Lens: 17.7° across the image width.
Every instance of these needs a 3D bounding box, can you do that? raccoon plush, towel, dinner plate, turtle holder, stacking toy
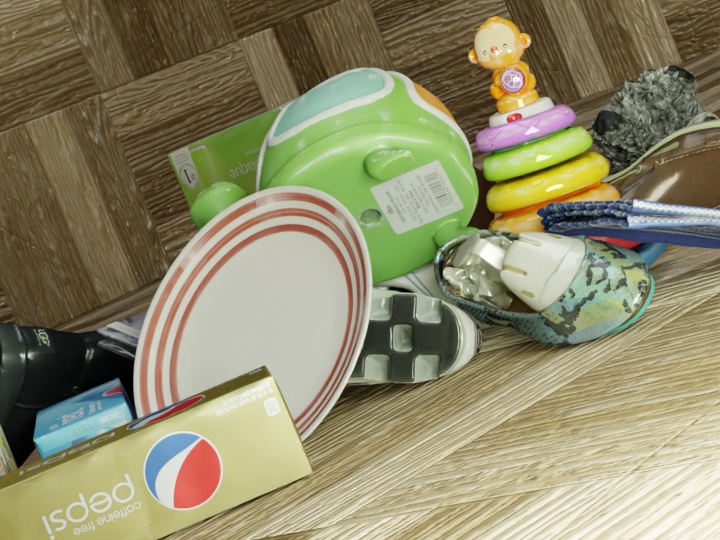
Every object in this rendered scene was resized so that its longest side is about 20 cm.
[{"bbox_3d":[0.262,-0.073,1.819,0.097,0.134,0.200,-38,-27,-3],"label":"raccoon plush"},{"bbox_3d":[0.200,-0.024,1.409,0.145,0.024,0.200,6,0,-11],"label":"towel"},{"bbox_3d":[-0.065,0.041,1.460,0.200,0.200,0.024,-19,-33,37],"label":"dinner plate"},{"bbox_3d":[-0.010,-0.056,1.575,0.186,0.141,0.132,-46,36,30],"label":"turtle holder"},{"bbox_3d":[0.120,-0.075,1.553,0.116,0.200,0.110,-16,7,24],"label":"stacking toy"}]

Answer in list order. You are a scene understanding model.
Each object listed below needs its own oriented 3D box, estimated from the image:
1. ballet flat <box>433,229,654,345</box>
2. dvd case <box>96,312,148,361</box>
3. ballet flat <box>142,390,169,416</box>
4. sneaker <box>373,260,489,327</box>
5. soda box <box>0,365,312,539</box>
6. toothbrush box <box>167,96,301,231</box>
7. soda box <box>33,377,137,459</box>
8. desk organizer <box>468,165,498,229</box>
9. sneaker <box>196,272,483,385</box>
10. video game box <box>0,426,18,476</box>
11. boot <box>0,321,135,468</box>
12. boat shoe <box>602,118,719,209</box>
[{"bbox_3d":[0.104,0.005,1.428,0.074,0.074,0.200,-25,9,-24],"label":"ballet flat"},{"bbox_3d":[-0.062,0.045,1.617,0.149,0.016,0.200,20,24,36],"label":"dvd case"},{"bbox_3d":[-0.119,0.097,1.587,0.062,0.068,0.200,-15,4,-6],"label":"ballet flat"},{"bbox_3d":[0.000,0.000,1.638,0.200,0.075,0.087,17,29,33],"label":"sneaker"},{"bbox_3d":[-0.132,0.124,1.338,0.200,0.064,0.068,-23,5,-4],"label":"soda box"},{"bbox_3d":[-0.056,-0.040,1.993,0.146,0.200,0.086,-18,8,41],"label":"toothbrush box"},{"bbox_3d":[-0.183,0.122,1.599,0.068,0.064,0.200,-23,5,-6],"label":"soda box"},{"bbox_3d":[0.001,-0.036,1.744,0.200,0.077,0.072,-2,-19,32],"label":"desk organizer"},{"bbox_3d":[-0.014,0.043,1.523,0.200,0.074,0.088,8,1,21],"label":"sneaker"},{"bbox_3d":[-0.263,0.092,1.482,0.047,0.200,0.182,-21,5,-3],"label":"video game box"},{"bbox_3d":[-0.224,0.117,1.761,0.168,0.076,0.200,3,-48,-30],"label":"boot"},{"bbox_3d":[0.210,-0.044,1.664,0.202,0.075,0.075,-27,15,36],"label":"boat shoe"}]
